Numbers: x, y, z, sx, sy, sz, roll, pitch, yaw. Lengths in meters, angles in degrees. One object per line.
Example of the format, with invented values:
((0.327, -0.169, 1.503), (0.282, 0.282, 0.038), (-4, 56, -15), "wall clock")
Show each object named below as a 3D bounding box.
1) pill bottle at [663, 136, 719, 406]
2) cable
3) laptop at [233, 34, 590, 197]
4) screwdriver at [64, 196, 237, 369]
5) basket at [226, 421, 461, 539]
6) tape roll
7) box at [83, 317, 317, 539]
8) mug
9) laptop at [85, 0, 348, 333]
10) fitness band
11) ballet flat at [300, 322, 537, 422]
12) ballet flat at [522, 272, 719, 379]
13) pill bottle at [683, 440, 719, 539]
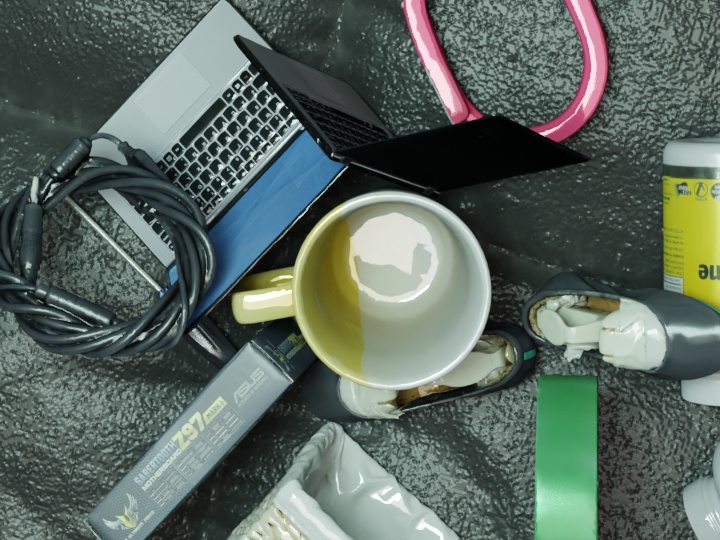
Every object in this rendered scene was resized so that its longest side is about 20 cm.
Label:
((0.291, -0.001, 1.579), (0.111, 0.112, 0.202), (-1, 97, 7), "pill bottle")
((-0.199, -0.012, 1.537), (0.163, 0.051, 0.200), (-34, 59, -12), "cable")
((0.040, -0.126, 1.523), (0.116, 0.187, 0.200), (-45, 67, 14), "laptop")
((-0.174, 0.003, 1.677), (0.200, 0.028, 0.029), (49, 128, -4), "screwdriver")
((-0.017, 0.258, 1.607), (0.200, 0.198, 0.161), (42, 104, 0), "basket")
((0.160, 0.182, 1.571), (0.048, 0.200, 0.202), (1, 97, 6), "tape roll")
((-0.122, 0.129, 1.622), (0.051, 0.158, 0.200), (43, 100, 0), "box")
((0.008, -0.006, 1.586), (0.185, 0.153, 0.150), (22, 101, -3), "mug")
((-0.121, -0.086, 1.595), (0.187, 0.116, 0.200), (-45, 79, 9), "laptop")
((0.115, -0.192, 1.620), (0.143, 0.037, 0.201), (-24, 94, 6), "fitness band")
((0.043, 0.082, 1.641), (0.198, 0.073, 0.074), (-12, 95, 8), "ballet flat")
((0.195, 0.047, 1.554), (0.073, 0.199, 0.074), (-8, 104, -34), "ballet flat")
((0.351, 0.154, 1.579), (0.199, 0.111, 0.111), (-33, 92, 25), "pill bottle")
